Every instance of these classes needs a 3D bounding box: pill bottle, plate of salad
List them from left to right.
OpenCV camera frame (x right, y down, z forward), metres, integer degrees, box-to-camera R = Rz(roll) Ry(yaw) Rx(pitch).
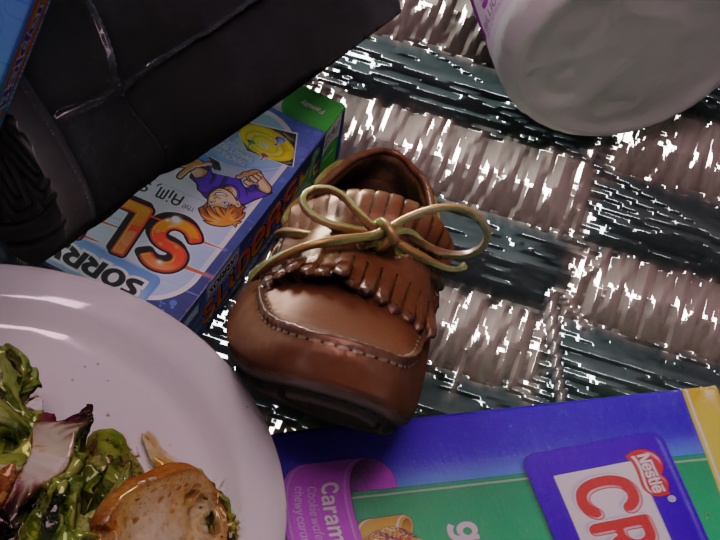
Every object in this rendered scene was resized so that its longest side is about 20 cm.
[{"bbox_3d":[-0.122,0.068,0.720,0.199,0.048,0.201,3,50,-3],"label":"plate of salad"},{"bbox_3d":[0.087,-0.164,0.981,0.112,0.113,0.201,-7,53,-13],"label":"pill bottle"}]

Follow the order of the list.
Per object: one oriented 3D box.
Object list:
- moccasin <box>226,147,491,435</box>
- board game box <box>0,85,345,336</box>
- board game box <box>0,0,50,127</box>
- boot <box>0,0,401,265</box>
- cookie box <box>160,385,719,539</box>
[{"bbox_3d":[0.002,0.001,0.802,0.073,0.078,0.201,22,16,3],"label":"moccasin"},{"bbox_3d":[-0.125,-0.055,0.914,0.199,0.035,0.136,26,53,12],"label":"board game box"},{"bbox_3d":[-0.170,-0.111,0.731,0.152,0.045,0.201,21,95,-2],"label":"board game box"},{"bbox_3d":[-0.086,-0.118,0.850,0.065,0.165,0.200,-7,23,46],"label":"boot"},{"bbox_3d":[0.043,0.134,0.762,0.199,0.075,0.172,-5,51,-12],"label":"cookie box"}]
